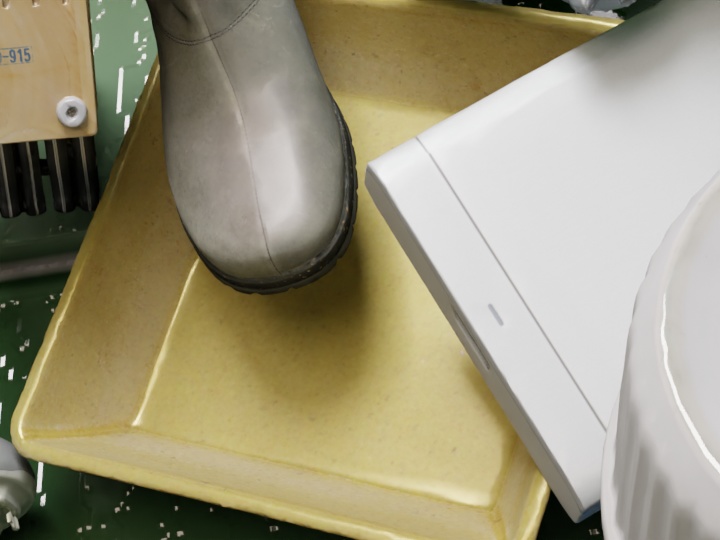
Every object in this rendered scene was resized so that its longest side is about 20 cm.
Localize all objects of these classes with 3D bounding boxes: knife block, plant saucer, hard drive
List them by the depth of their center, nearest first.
[{"bbox_3d":[0.119,-0.025,0.696,0.199,0.027,0.132,-29,74,-11],"label":"hard drive"},{"bbox_3d":[0.000,0.000,0.758,0.199,0.048,0.201,11,69,25],"label":"plant saucer"},{"bbox_3d":[-0.131,-0.110,0.774,0.063,0.202,0.176,-6,17,-7],"label":"knife block"}]

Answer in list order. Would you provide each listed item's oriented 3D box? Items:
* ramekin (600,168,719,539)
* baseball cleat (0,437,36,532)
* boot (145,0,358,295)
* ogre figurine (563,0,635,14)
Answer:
[{"bbox_3d":[0.160,0.038,0.577,0.201,0.095,0.204,-7,53,9],"label":"ramekin"},{"bbox_3d":[-0.215,0.074,0.790,0.198,0.070,0.107,-16,55,8],"label":"baseball cleat"},{"bbox_3d":[-0.061,-0.100,0.725,0.067,0.131,0.201,-18,60,11],"label":"boot"},{"bbox_3d":[0.097,-0.156,0.706,0.199,0.099,0.120,-27,43,-7],"label":"ogre figurine"}]
